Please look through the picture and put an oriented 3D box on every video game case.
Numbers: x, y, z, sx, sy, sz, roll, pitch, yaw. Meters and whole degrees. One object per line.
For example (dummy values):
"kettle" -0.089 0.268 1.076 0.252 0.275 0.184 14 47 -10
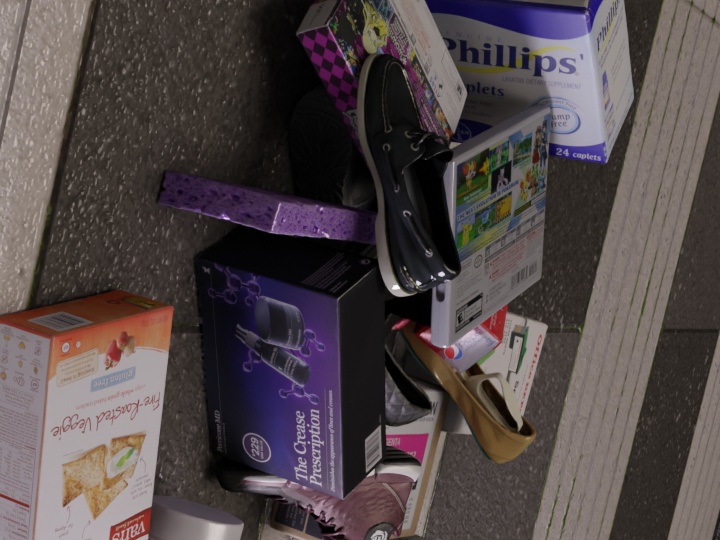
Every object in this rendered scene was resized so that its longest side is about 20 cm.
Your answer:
"video game case" 0.025 -0.179 1.268 0.200 0.036 0.181 60 34 -33
"video game case" 0.124 -0.045 1.368 0.200 0.022 0.182 -31 128 -51

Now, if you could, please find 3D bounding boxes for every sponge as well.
"sponge" -0.063 -0.048 1.192 0.200 0.111 0.030 7 96 -62

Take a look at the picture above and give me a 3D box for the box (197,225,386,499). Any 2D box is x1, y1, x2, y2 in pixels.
"box" -0.056 0.077 1.236 0.079 0.141 0.200 -37 135 -47

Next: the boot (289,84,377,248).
"boot" 0.017 -0.135 1.345 0.200 0.066 0.165 -42 146 -42

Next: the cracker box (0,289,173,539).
"cracker box" -0.208 0.124 1.068 0.134 0.058 0.200 -16 118 -58

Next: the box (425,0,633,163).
"box" 0.163 -0.219 1.437 0.105 0.184 0.200 -62 150 -34

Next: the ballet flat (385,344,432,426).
"ballet flat" 0.018 0.068 1.306 0.200 0.057 0.067 70 9 -47

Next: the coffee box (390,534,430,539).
"coffee box" 0.028 0.403 1.491 0.198 0.200 0.200 -22 124 -59

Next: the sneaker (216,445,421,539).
"sneaker" -0.039 0.224 1.331 0.200 0.076 0.116 3 100 -24

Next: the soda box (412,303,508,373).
"soda box" 0.112 0.008 1.502 0.070 0.063 0.200 40 34 -19

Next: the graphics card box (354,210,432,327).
"graphics card box" 0.073 -0.036 1.434 0.200 0.125 0.051 -51 150 -39

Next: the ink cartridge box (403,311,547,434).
"ink cartridge box" 0.129 0.109 1.657 0.200 0.084 0.146 14 91 -62

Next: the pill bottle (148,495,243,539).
"pill bottle" -0.162 0.290 1.180 0.111 0.111 0.200 20 86 -62

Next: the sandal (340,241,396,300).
"sandal" -0.001 0.000 1.330 0.201 0.057 0.080 -35 140 6

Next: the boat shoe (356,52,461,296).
"boat shoe" 0.045 -0.081 1.177 0.074 0.066 0.200 3 81 -55

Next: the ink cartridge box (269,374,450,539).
"ink cartridge box" 0.004 0.188 1.478 0.200 0.075 0.165 9 96 -61

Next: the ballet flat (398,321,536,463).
"ballet flat" 0.115 0.107 1.515 0.200 0.063 0.069 55 34 -4

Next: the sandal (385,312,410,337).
"sandal" 0.023 0.033 1.444 0.200 0.075 0.045 -49 148 -28
